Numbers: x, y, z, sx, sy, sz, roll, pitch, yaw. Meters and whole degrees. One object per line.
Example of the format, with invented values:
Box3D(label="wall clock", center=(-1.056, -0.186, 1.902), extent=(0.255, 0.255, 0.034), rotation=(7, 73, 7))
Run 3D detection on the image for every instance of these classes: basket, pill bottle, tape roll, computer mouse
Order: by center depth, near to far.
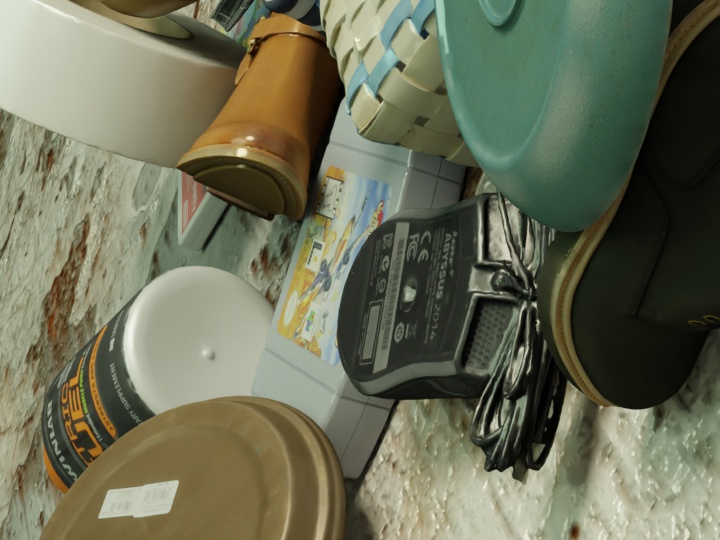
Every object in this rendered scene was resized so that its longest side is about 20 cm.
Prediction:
Box3D(label="basket", center=(0.055, -0.154, 0.923), extent=(0.176, 0.138, 0.202), rotation=(130, 142, -49))
Box3D(label="computer mouse", center=(0.051, 0.020, 0.930), extent=(0.200, 0.052, 0.140), rotation=(-3, 76, 66))
Box3D(label="pill bottle", center=(-0.124, 0.081, 1.242), extent=(0.200, 0.105, 0.107), rotation=(-40, 39, 55))
Box3D(label="tape roll", center=(-0.164, -0.134, 1.320), extent=(0.071, 0.201, 0.203), rotation=(-68, 22, 13))

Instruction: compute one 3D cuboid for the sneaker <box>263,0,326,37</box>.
Box3D(label="sneaker", center=(0.017, -0.208, 1.101), extent=(0.201, 0.108, 0.070), rotation=(-65, 24, 20))

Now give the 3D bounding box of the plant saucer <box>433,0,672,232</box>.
Box3D(label="plant saucer", center=(0.057, -0.113, 0.702), extent=(0.200, 0.027, 0.202), rotation=(179, 90, -77))

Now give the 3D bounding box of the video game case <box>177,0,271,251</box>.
Box3D(label="video game case", center=(-0.076, -0.129, 1.395), extent=(0.200, 0.017, 0.144), rotation=(-56, 27, 38))

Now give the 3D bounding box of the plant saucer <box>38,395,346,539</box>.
Box3D(label="plant saucer", center=(-0.095, 0.143, 1.029), extent=(0.199, 0.029, 0.201), rotation=(-25, 42, 25))

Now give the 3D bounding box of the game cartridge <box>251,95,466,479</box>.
Box3D(label="game cartridge", center=(0.000, 0.000, 1.093), extent=(0.133, 0.041, 0.202), rotation=(-156, 83, -73))

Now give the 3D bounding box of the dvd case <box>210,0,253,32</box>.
Box3D(label="dvd case", center=(0.007, -0.213, 0.978), extent=(0.201, 0.016, 0.149), rotation=(-57, 6, -29))

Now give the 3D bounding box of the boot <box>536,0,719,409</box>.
Box3D(label="boot", center=(0.134, 0.012, 0.712), extent=(0.138, 0.077, 0.201), rotation=(42, 154, 29))

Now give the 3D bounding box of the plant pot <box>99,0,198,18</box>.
Box3D(label="plant pot", center=(-0.068, -0.204, 1.279), extent=(0.199, 0.028, 0.200), rotation=(-27, 15, 8))

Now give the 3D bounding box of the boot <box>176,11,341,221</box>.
Box3D(label="boot", center=(-0.042, -0.112, 1.179), extent=(0.200, 0.073, 0.156), rotation=(-177, 110, -84))
